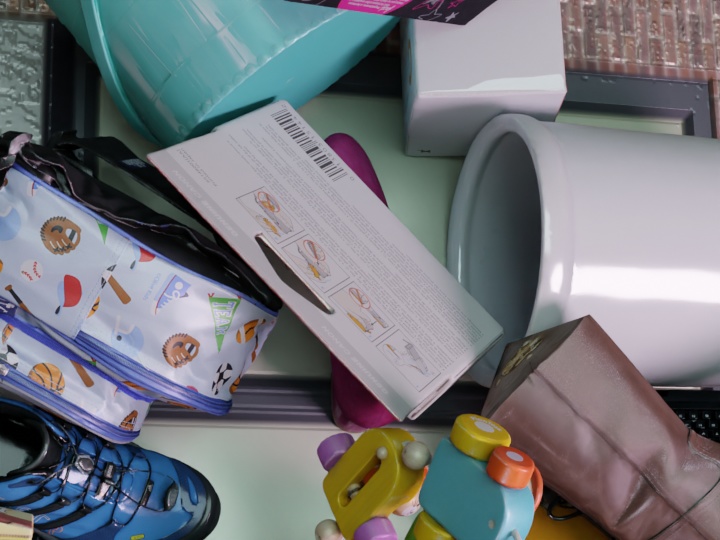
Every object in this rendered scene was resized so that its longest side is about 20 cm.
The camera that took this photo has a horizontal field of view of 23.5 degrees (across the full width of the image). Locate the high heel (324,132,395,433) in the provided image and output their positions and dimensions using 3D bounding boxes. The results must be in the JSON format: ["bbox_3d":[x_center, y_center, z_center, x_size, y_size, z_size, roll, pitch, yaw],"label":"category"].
[{"bbox_3d":[0.000,0.000,1.087,0.067,0.096,0.202,5,74,-14],"label":"high heel"}]

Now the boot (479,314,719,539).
[{"bbox_3d":[0.185,0.080,0.989,0.200,0.064,0.187,43,89,3],"label":"boot"}]

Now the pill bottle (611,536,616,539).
[{"bbox_3d":[0.230,0.182,1.082,0.106,0.106,0.200,-38,69,-21],"label":"pill bottle"}]

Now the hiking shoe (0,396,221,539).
[{"bbox_3d":[-0.176,0.123,1.010,0.198,0.087,0.075,15,73,-11],"label":"hiking shoe"}]

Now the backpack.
[{"bbox_3d":[-0.144,0.014,0.997,0.189,0.200,0.155,23,96,0],"label":"backpack"}]

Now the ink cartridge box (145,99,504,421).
[{"bbox_3d":[-0.024,0.000,0.986,0.200,0.045,0.176,46,28,6],"label":"ink cartridge box"}]

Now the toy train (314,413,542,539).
[{"bbox_3d":[0.035,0.155,0.915,0.055,0.199,0.152,5,73,-41],"label":"toy train"}]

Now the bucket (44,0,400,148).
[{"bbox_3d":[-0.079,-0.168,1.059,0.206,0.207,0.135,-32,84,-21],"label":"bucket"}]

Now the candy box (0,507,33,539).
[{"bbox_3d":[-0.260,0.222,0.952,0.114,0.055,0.202,15,86,-11],"label":"candy box"}]

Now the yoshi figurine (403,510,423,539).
[{"bbox_3d":[0.064,0.210,0.992,0.112,0.200,0.113,34,68,-5],"label":"yoshi figurine"}]

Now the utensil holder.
[{"bbox_3d":[0.175,-0.009,1.101,0.198,0.170,0.172,2,75,-17],"label":"utensil holder"}]

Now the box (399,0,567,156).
[{"bbox_3d":[0.074,-0.189,1.133,0.097,0.124,0.202,-1,77,-2],"label":"box"}]

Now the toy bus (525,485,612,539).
[{"bbox_3d":[0.144,0.208,1.055,0.200,0.079,0.065,36,65,28],"label":"toy bus"}]

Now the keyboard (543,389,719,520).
[{"bbox_3d":[0.180,0.102,1.053,0.198,0.040,0.105,-2,44,12],"label":"keyboard"}]

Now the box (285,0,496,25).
[{"bbox_3d":[0.035,-0.224,0.957,0.199,0.132,0.115,-7,68,-58],"label":"box"}]
